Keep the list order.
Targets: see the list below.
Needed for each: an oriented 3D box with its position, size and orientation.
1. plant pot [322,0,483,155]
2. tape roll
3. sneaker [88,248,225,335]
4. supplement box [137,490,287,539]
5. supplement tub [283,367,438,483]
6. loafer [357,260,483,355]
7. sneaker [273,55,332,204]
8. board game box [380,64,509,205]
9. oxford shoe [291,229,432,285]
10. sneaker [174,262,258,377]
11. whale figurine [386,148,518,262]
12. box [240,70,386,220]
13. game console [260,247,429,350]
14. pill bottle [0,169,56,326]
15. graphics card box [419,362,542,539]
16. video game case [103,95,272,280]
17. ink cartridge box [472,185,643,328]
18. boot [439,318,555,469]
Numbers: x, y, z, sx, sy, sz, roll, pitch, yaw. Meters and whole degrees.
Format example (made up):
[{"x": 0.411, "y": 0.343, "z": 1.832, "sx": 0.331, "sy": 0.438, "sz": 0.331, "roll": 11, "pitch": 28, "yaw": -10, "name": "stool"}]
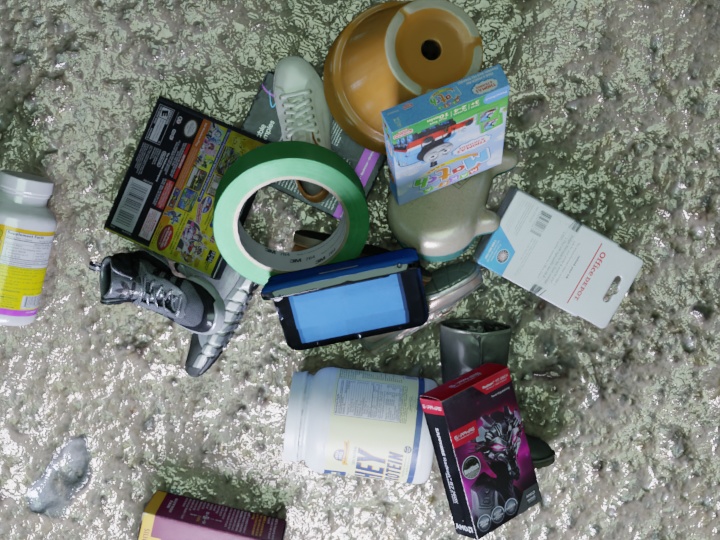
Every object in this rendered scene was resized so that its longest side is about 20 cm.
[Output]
[{"x": 0.068, "y": -0.259, "z": 1.372, "sx": 0.200, "sy": 0.183, "sz": 0.200, "roll": 1, "pitch": 86, "yaw": -14, "name": "plant pot"}, {"x": -0.090, "y": -0.069, "z": 1.394, "sx": 0.200, "sy": 0.048, "sz": 0.201, "roll": -2, "pitch": 125, "yaw": -3, "name": "tape roll"}, {"x": -0.276, "y": 0.032, "z": 1.434, "sx": 0.200, "sy": 0.114, "sz": 0.076, "roll": 30, "pitch": 109, "yaw": 34, "name": "sneaker"}, {"x": -0.216, "y": 0.407, "z": 1.528, "sx": 0.200, "sy": 0.103, "sz": 0.131, "roll": 12, "pitch": 96, "yaw": -1, "name": "supplement box"}, {"x": 0.001, "y": 0.210, "z": 1.479, "sx": 0.200, "sy": 0.145, "sz": 0.145, "roll": 6, "pitch": 97, "yaw": 0, "name": "supplement tub"}, {"x": 0.084, "y": 0.053, "z": 1.503, "sx": 0.200, "sy": 0.072, "sz": 0.063, "roll": -26, "pitch": 114, "yaw": 10, "name": "loafer"}, {"x": -0.070, "y": -0.187, "z": 1.425, "sx": 0.073, "sy": 0.085, "sz": 0.200, "roll": -13, "pitch": 95, "yaw": 4, "name": "sneaker"}, {"x": 0.105, "y": -0.162, "z": 1.334, "sx": 0.151, "sy": 0.200, "sz": 0.037, "roll": -23, "pitch": 70, "yaw": -4, "name": "board game box"}, {"x": 0.000, "y": 0.000, "z": 1.494, "sx": 0.200, "sy": 0.071, "sz": 0.071, "roll": 14, "pitch": 102, "yaw": 10, "name": "oxford shoe"}, {"x": -0.219, "y": 0.040, "z": 1.504, "sx": 0.115, "sy": 0.075, "sz": 0.200, "roll": 30, "pitch": 90, "yaw": 5, "name": "sneaker"}, {"x": 0.126, "y": -0.097, "z": 1.471, "sx": 0.159, "sy": 0.104, "sz": 0.200, "roll": 37, "pitch": 73, "yaw": 20, "name": "whale figurine"}, {"x": -0.068, "y": -0.168, "z": 1.487, "sx": 0.200, "sy": 0.036, "sz": 0.143, "roll": 26, "pitch": 96, "yaw": -4, "name": "box"}, {"x": -0.014, "y": 0.047, "z": 1.388, "sx": 0.200, "sy": 0.171, "sz": 0.118, "roll": -12, "pitch": 97, "yaw": 3, "name": "game console"}, {"x": -0.477, "y": -0.032, "z": 1.474, "sx": 0.104, "sy": 0.104, "sz": 0.200, "roll": 14, "pitch": 97, "yaw": -1, "name": "pill bottle"}, {"x": 0.161, "y": 0.237, "z": 1.427, "sx": 0.125, "sy": 0.051, "sz": 0.200, "roll": -21, "pitch": 102, "yaw": -33, "name": "graphics card box"}, {"x": -0.233, "y": -0.113, "z": 1.469, "sx": 0.181, "sy": 0.026, "sz": 0.200, "roll": 24, "pitch": 91, "yaw": 14, "name": "video game case"}, {"x": 0.270, "y": -0.018, "z": 1.483, "sx": 0.200, "sy": 0.067, "sz": 0.116, "roll": 29, "pitch": 97, "yaw": -5, "name": "ink cartridge box"}, {"x": 0.192, "y": 0.171, "z": 1.504, "sx": 0.182, "sy": 0.073, "sz": 0.200, "roll": 6, "pitch": 99, "yaw": 0, "name": "boot"}]
